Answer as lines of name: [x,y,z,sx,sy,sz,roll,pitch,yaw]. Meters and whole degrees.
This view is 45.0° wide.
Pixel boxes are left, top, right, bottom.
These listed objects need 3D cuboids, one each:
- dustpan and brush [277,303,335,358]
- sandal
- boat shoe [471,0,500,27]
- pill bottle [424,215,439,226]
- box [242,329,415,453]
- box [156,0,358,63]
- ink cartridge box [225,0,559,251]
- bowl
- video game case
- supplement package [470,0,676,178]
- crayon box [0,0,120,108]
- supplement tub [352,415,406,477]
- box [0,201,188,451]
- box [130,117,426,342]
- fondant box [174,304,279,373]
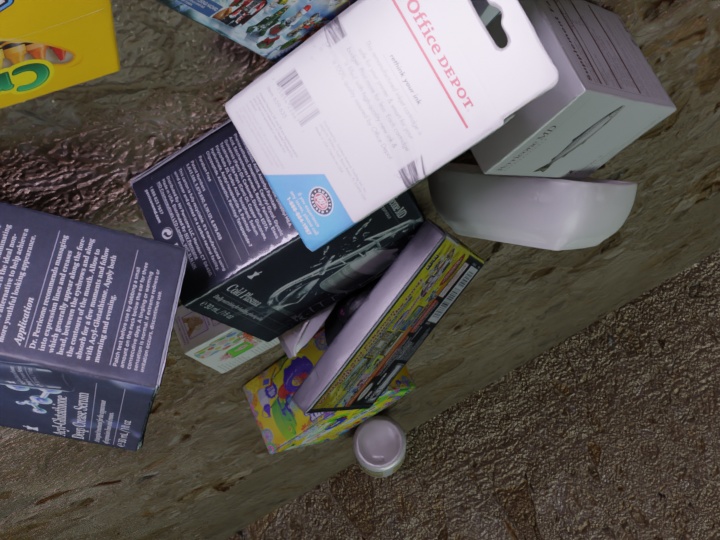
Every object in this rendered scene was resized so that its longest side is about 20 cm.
dustpan and brush: [-0.040,-0.027,0.890,0.200,0.140,0.057,-45,127,3]
sandal: [-0.001,-0.001,0.912,0.074,0.205,0.048,3,161,37]
boat shoe: [0.083,-0.202,0.632,0.202,0.075,0.086,-43,163,14]
pill bottle: [0.058,-0.010,1.045,0.111,0.114,0.199,-31,162,14]
box: [-0.049,0.192,1.432,0.198,0.124,0.191,-35,161,24]
box: [-0.033,-0.184,0.480,0.135,0.040,0.200,-33,174,15]
ink cartridge box: [0.023,-0.117,0.576,0.198,0.117,0.067,-31,-179,20]
bowl: [0.185,-0.070,0.943,0.196,0.077,0.198,11,-170,34]
video game case: [0.033,0.051,0.834,0.201,0.025,0.180,-52,161,7]
supplement package: [0.176,-0.164,0.783,0.198,0.119,0.116,-6,155,-49]
crayon box: [-0.215,-0.132,0.386,0.197,0.059,0.173,-22,162,-18]
supplement tub: [0.052,0.477,2.340,0.142,0.147,0.201,-25,162,-7]
box: [-0.235,0.039,0.613,0.195,0.109,0.149,14,150,-13]
box: [-0.056,-0.049,0.755,0.194,0.126,0.200,-31,162,6]
fondant box: [-0.110,0.043,1.034,0.197,0.059,0.144,-29,163,0]
